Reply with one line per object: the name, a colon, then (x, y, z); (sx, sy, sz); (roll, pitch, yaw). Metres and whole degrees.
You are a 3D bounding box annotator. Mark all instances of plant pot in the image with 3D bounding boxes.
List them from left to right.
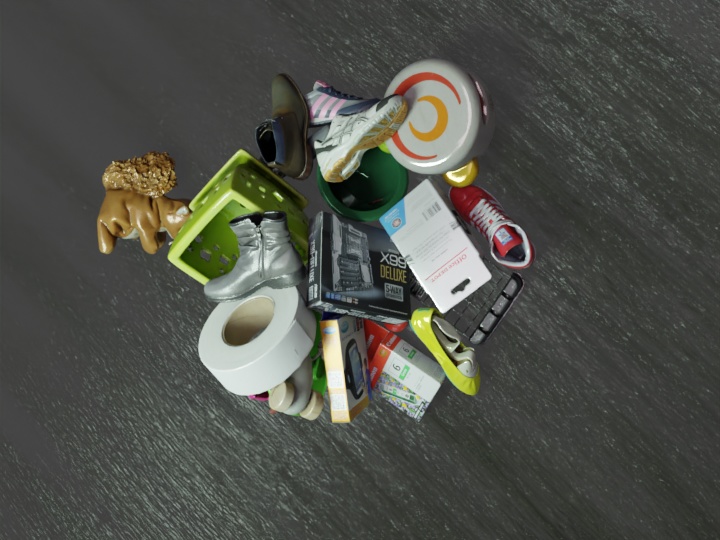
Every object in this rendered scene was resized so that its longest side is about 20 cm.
plant pot: (-0.210, -0.085, 1.189); (0.199, 0.184, 0.198); (35, 121, -30)

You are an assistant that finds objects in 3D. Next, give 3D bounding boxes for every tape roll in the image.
tape roll: (-0.174, 0.107, 1.101); (0.198, 0.205, 0.071); (-18, 130, 18)

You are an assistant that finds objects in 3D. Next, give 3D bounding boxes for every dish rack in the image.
dish rack: (0.181, 0.025, 1.182); (0.198, 0.054, 0.155); (36, 103, 12)

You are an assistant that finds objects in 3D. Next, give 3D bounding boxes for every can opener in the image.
can opener: (-0.124, -0.223, 1.228); (0.197, 0.053, 0.068); (-25, 93, 28)

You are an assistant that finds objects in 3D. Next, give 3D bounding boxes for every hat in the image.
hat: (-0.021, -0.146, 1.242); (0.195, 0.176, 0.170); (-14, 80, -14)

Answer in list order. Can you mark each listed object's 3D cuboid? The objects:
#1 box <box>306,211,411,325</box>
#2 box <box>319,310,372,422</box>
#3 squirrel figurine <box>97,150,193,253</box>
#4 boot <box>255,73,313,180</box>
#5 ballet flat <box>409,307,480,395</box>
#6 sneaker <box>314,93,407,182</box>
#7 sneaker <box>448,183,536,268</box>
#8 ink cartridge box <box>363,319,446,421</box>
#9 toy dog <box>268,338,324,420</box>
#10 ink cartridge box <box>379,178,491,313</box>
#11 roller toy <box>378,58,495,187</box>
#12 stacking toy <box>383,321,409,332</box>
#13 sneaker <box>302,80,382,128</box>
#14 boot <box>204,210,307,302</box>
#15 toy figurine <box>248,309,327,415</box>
box: (0.000, 0.000, 1.140); (0.049, 0.196, 0.162); (-23, 59, 50)
box: (-0.025, 0.154, 1.162); (0.040, 0.119, 0.206); (-3, 97, 21)
squirrel figurine: (-0.415, -0.137, 1.301); (0.181, 0.142, 0.206); (-1, 98, 10)
boot: (-0.142, -0.267, 1.158); (0.073, 0.096, 0.205); (-18, 80, 28)
ballet flat: (0.167, 0.144, 1.164); (0.201, 0.067, 0.067); (50, 137, -12)
sneaker: (-0.009, -0.239, 1.085); (0.199, 0.075, 0.089); (-37, 67, 31)
sneaker: (0.226, -0.080, 1.124); (0.200, 0.112, 0.072); (44, 105, 8)
ink cartridge box: (0.055, 0.182, 1.220); (0.198, 0.050, 0.110); (33, 126, 11)
toy dog: (-0.121, 0.175, 1.141); (0.095, 0.202, 0.132); (-26, 118, 34)
ink cartridge box: (0.136, -0.041, 1.127); (0.115, 0.066, 0.202); (-36, 78, 19)
roller toy: (0.138, -0.260, 1.116); (0.198, 0.139, 0.185); (33, 112, 19)
stacking toy: (0.010, 0.043, 1.228); (0.199, 0.085, 0.086); (39, 105, 2)
sneaker: (-0.052, -0.315, 1.203); (0.195, 0.070, 0.084); (-4, 97, 15)
boot: (-0.193, -0.029, 1.086); (0.195, 0.070, 0.134); (-15, 118, 13)
toy figurine: (-0.167, 0.180, 1.267); (0.182, 0.149, 0.204); (-12, 52, 45)
